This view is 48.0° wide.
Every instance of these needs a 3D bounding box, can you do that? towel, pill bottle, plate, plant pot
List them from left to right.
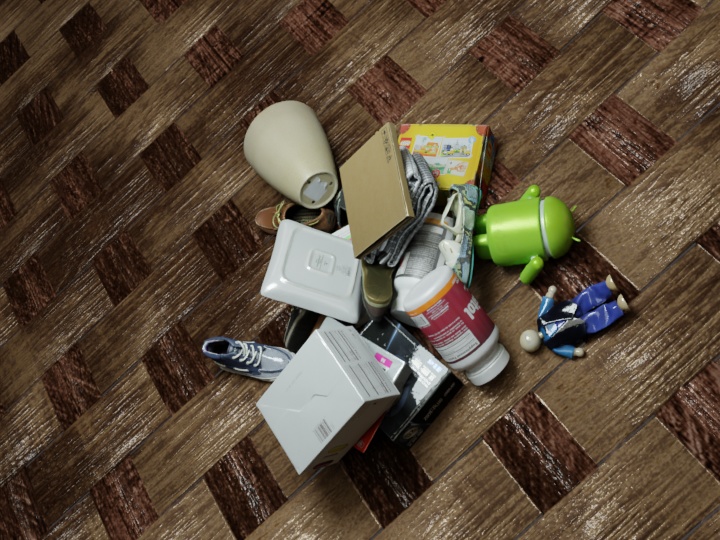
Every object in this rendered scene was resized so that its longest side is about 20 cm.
[{"bbox_3d":[-0.131,-0.228,1.731,0.186,0.187,0.201,-38,50,4],"label":"plant pot"},{"bbox_3d":[-0.079,-0.008,1.573,0.196,0.033,0.202,18,48,-7],"label":"plate"},{"bbox_3d":[0.071,-0.120,1.559,0.202,0.084,0.166,-62,20,22],"label":"towel"},{"bbox_3d":[0.129,0.001,1.557,0.114,0.116,0.204,10,71,28],"label":"pill bottle"},{"bbox_3d":[0.175,0.101,1.443,0.112,0.113,0.201,-39,100,3],"label":"pill bottle"}]

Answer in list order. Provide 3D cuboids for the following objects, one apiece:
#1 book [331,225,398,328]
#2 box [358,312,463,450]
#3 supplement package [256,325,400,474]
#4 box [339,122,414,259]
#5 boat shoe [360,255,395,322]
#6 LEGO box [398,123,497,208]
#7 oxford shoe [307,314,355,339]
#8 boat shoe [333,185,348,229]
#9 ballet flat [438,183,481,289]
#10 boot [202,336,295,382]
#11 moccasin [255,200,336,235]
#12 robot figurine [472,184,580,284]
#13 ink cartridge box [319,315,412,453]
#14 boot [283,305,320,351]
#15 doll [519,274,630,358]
[{"bbox_3d":[0.000,0.000,1.664,0.132,0.048,0.202,-30,60,9],"label":"book"},{"bbox_3d":[0.064,0.201,1.515,0.164,0.086,0.200,-48,57,-1],"label":"box"},{"bbox_3d":[-0.059,0.225,1.411,0.201,0.110,0.157,-51,63,26],"label":"supplement package"},{"bbox_3d":[0.026,-0.147,1.503,0.163,0.021,0.204,-37,54,43],"label":"box"},{"bbox_3d":[0.029,0.023,1.557,0.070,0.067,0.202,10,31,-5],"label":"boat shoe"},{"bbox_3d":[0.166,-0.217,1.664,0.196,0.077,0.152,6,70,28],"label":"LEGO box"},{"bbox_3d":[-0.077,0.143,1.617,0.202,0.071,0.071,-56,37,9],"label":"oxford shoe"},{"bbox_3d":[-0.009,-0.151,1.663,0.070,0.201,0.069,5,64,-14],"label":"boat shoe"},{"bbox_3d":[0.177,-0.064,1.494,0.073,0.074,0.205,0,72,25],"label":"ballet flat"},{"bbox_3d":[-0.228,0.180,1.660,0.196,0.090,0.074,-1,66,25],"label":"boot"},{"bbox_3d":[-0.151,-0.114,1.764,0.198,0.078,0.075,8,73,33],"label":"moccasin"},{"bbox_3d":[0.308,-0.073,1.507,0.196,0.116,0.179,-8,59,21],"label":"robot figurine"},{"bbox_3d":[-0.028,0.205,1.482,0.198,0.044,0.175,27,82,33],"label":"ink cartridge box"},{"bbox_3d":[-0.131,0.049,1.678,0.150,0.072,0.203,36,110,43],"label":"boot"},{"bbox_3d":[0.373,0.085,1.444,0.198,0.048,0.138,-32,66,16],"label":"doll"}]
